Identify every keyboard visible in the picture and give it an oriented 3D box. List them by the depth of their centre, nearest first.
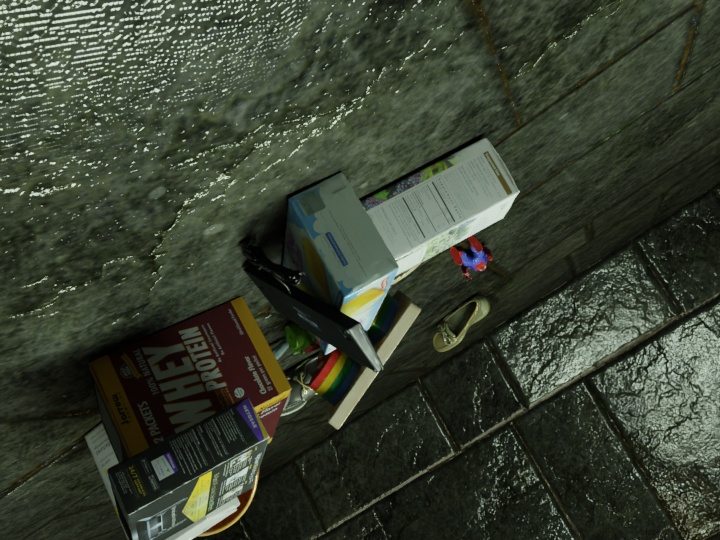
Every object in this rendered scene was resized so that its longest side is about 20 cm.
[{"bbox_3d":[-0.060,0.029,0.733,0.021,0.198,0.128,-46,130,-17],"label":"keyboard"}]

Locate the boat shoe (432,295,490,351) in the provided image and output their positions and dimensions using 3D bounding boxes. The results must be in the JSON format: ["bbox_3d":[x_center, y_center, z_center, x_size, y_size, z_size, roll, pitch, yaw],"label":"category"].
[{"bbox_3d":[0.251,0.139,1.879,0.200,0.074,0.062,-43,154,30],"label":"boat shoe"}]

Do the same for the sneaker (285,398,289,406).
[{"bbox_3d":[-0.162,0.213,1.270,0.088,0.082,0.200,-38,169,11],"label":"sneaker"}]

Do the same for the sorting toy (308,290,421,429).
[{"bbox_3d":[-0.004,0.109,1.076,0.202,0.069,0.199,-55,-176,1],"label":"sorting toy"}]

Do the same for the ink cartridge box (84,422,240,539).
[{"bbox_3d":[-0.283,0.286,1.030,0.144,0.203,0.084,-35,165,18],"label":"ink cartridge box"}]

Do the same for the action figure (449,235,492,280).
[{"bbox_3d":[0.208,-0.021,1.323,0.065,0.052,0.200,-37,167,11],"label":"action figure"}]

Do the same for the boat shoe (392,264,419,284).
[{"bbox_3d":[0.000,0.000,0.944,0.197,0.073,0.064,-26,173,12],"label":"boat shoe"}]

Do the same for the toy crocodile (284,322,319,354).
[{"bbox_3d":[-0.062,0.084,1.089,0.066,0.063,0.200,-20,162,-33],"label":"toy crocodile"}]

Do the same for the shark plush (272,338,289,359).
[{"bbox_3d":[-0.168,0.172,1.102,0.198,0.093,0.083,-21,175,-45],"label":"shark plush"}]

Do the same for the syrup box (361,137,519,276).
[{"bbox_3d":[0.079,-0.066,0.846,0.197,0.083,0.079,-29,167,-10],"label":"syrup box"}]

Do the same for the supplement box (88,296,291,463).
[{"bbox_3d":[-0.211,0.169,0.897,0.194,0.134,0.201,-24,159,-26],"label":"supplement box"}]

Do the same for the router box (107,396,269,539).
[{"bbox_3d":[-0.188,0.230,0.793,0.155,0.053,0.201,-24,158,-27],"label":"router box"}]

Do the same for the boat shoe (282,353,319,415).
[{"bbox_3d":[-0.101,0.209,1.405,0.199,0.072,0.061,-33,171,-25],"label":"boat shoe"}]

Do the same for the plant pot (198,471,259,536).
[{"bbox_3d":[-0.271,0.335,1.277,0.197,0.203,0.183,-29,-179,-3],"label":"plant pot"}]

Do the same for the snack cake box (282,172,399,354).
[{"bbox_3d":[-0.029,0.000,0.779,0.066,0.116,0.201,-27,164,-17],"label":"snack cake box"}]
